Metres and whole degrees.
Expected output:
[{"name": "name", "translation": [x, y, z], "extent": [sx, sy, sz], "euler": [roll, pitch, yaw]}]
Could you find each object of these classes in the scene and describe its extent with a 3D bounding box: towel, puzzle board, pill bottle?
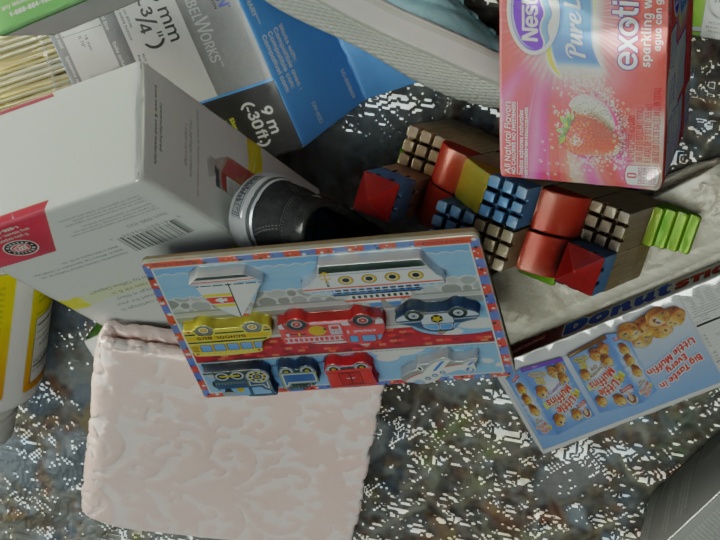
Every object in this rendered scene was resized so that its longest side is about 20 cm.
[{"name": "towel", "translation": [0.175, 0.022, 1.464], "extent": [0.200, 0.034, 0.133], "euler": [-25, 108, 24]}, {"name": "puzzle board", "translation": [-0.016, 0.031, 1.366], "extent": [0.200, 0.017, 0.151], "euler": [-5, 146, 11]}, {"name": "towel", "translation": [-0.087, 0.113, 1.515], "extent": [0.191, 0.032, 0.200], "euler": [7, 138, -4]}, {"name": "pill bottle", "translation": [-0.264, 0.022, 1.547], "extent": [0.109, 0.109, 0.200], "euler": [16, 118, 8]}]

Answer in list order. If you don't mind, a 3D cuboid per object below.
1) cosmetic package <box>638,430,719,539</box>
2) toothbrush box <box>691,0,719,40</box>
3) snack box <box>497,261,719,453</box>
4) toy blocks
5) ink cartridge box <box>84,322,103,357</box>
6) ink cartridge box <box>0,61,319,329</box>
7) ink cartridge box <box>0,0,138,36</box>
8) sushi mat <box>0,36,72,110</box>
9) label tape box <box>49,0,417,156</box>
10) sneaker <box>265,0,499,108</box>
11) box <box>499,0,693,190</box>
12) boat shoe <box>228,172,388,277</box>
[{"name": "cosmetic package", "translation": [0.269, 0.134, 1.450], "extent": [0.090, 0.107, 0.200], "euler": [42, 121, -6]}, {"name": "toothbrush box", "translation": [0.171, -0.246, 1.303], "extent": [0.145, 0.086, 0.200], "euler": [12, 117, 10]}, {"name": "snack box", "translation": [0.186, 0.050, 1.441], "extent": [0.200, 0.024, 0.072], "euler": [-23, 109, 23]}, {"name": "toy blocks", "translation": [0.090, -0.038, 1.377], "extent": [0.200, 0.137, 0.100], "euler": [23, 105, 19]}, {"name": "ink cartridge box", "translation": [-0.073, 0.046, 1.531], "extent": [0.200, 0.059, 0.104], "euler": [-20, 111, 24]}, {"name": "ink cartridge box", "translation": [-0.133, -0.034, 1.405], "extent": [0.145, 0.084, 0.200], "euler": [-17, 150, 27]}, {"name": "ink cartridge box", "translation": [-0.173, -0.258, 1.362], "extent": [0.146, 0.084, 0.200], "euler": [-20, 89, 23]}, {"name": "sushi mat", "translation": [-0.288, -0.130, 1.496], "extent": [0.200, 0.012, 0.096], "euler": [-18, 110, 2]}, {"name": "label tape box", "translation": [-0.084, -0.144, 1.440], "extent": [0.200, 0.063, 0.144], "euler": [-16, 111, 23]}, {"name": "sneaker", "translation": [0.035, -0.168, 1.391], "extent": [0.200, 0.074, 0.082], "euler": [26, 79, -20]}, {"name": "box", "translation": [0.131, -0.156, 1.251], "extent": [0.095, 0.103, 0.200], "euler": [5, 118, 14]}, {"name": "boat shoe", "translation": [0.000, 0.000, 1.394], "extent": [0.066, 0.070, 0.200], "euler": [18, 163, 39]}]
